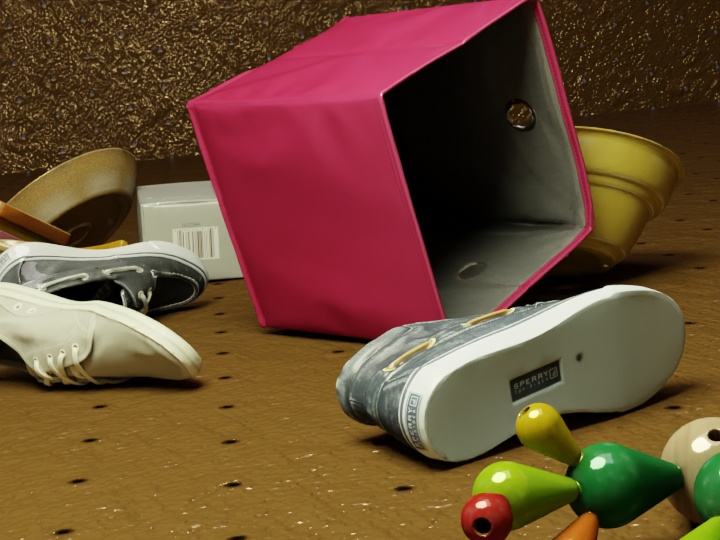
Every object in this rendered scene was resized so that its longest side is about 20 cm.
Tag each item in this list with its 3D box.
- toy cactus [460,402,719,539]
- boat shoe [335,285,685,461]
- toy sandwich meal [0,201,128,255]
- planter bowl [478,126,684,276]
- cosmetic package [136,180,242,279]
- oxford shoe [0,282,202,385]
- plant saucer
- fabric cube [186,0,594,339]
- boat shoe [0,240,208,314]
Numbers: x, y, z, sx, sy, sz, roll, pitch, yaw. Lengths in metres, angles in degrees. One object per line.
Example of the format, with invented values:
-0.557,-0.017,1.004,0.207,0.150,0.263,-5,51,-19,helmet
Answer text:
0.141,0.077,0.563,0.199,0.103,0.165,-13,-2,6,toy cactus
0.085,0.047,0.792,0.199,0.071,0.091,-14,16,-32,boat shoe
-0.309,-0.030,1.307,0.204,0.071,0.205,17,-7,2,toy sandwich meal
0.171,-0.046,1.195,0.199,0.084,0.201,5,-16,1,planter bowl
-0.179,-0.043,1.473,0.106,0.091,0.200,-5,12,-11,cosmetic package
-0.195,0.055,0.983,0.199,0.075,0.058,9,57,30,oxford shoe
-0.308,-0.048,1.479,0.200,0.035,0.200,-37,-14,-10,plant saucer
0.028,-0.077,1.069,0.199,0.197,0.200,3,29,44,fabric cube
-0.207,0.018,1.188,0.199,0.072,0.068,5,34,-43,boat shoe
